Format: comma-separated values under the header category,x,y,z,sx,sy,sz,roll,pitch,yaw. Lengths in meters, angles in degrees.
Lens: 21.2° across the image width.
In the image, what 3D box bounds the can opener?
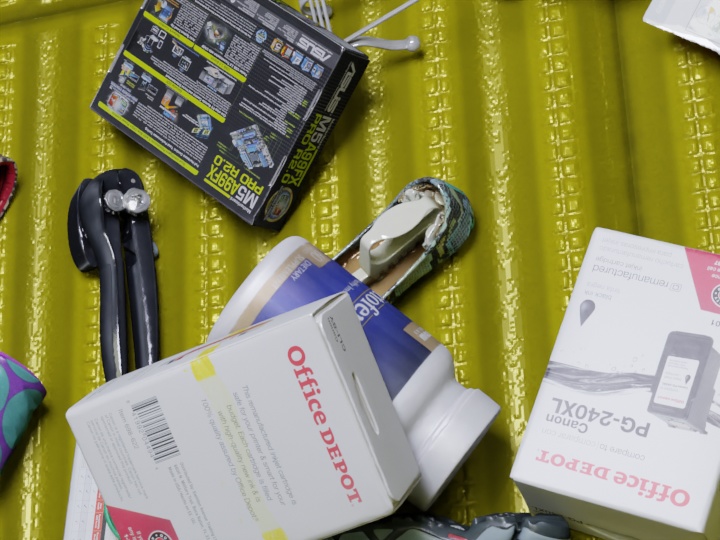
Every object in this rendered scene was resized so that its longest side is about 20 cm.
category,x,y,z,sx,sy,sz,roll,pitch,yaw
can opener,-0.189,0.008,1.547,0.063,0.079,0.201,-2,63,-26

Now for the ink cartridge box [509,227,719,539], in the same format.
category,x,y,z,sx,sy,sz,roll,pitch,yaw
ink cartridge box,0.208,0.088,1.357,0.144,0.083,0.201,13,72,23

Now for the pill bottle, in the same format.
category,x,y,z,sx,sy,sz,roll,pitch,yaw
pill bottle,-0.004,0.077,1.390,0.199,0.116,0.116,37,81,6

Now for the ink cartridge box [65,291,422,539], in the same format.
category,x,y,z,sx,sy,sz,roll,pitch,yaw
ink cartridge box,-0.077,0.119,1.315,0.199,0.083,0.146,-21,95,20

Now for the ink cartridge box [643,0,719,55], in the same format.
category,x,y,z,sx,sy,sz,roll,pitch,yaw
ink cartridge box,0.341,-0.215,1.461,0.199,0.057,0.163,26,85,30

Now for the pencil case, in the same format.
category,x,y,z,sx,sy,sz,roll,pitch,yaw
pencil case,-0.329,0.154,1.503,0.092,0.085,0.201,30,76,-2

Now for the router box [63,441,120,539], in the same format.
category,x,y,z,sx,sy,sz,roll,pitch,yaw
router box,-0.133,0.202,1.438,0.178,0.049,0.202,-2,66,17

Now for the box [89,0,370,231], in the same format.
category,x,y,z,sx,sy,sz,roll,pitch,yaw
box,-0.109,-0.151,1.561,0.199,0.044,0.161,34,103,28

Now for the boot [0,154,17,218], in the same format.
category,x,y,z,sx,sy,sz,roll,pitch,yaw
boot,-0.394,-0.049,1.626,0.150,0.073,0.201,27,72,26

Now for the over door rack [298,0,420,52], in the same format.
category,x,y,z,sx,sy,sz,roll,pitch,yaw
over door rack,0.029,-0.260,1.558,0.200,0.066,0.149,-35,56,35

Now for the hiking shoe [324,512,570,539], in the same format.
category,x,y,z,sx,sy,sz,roll,pitch,yaw
hiking shoe,0.052,0.216,1.358,0.198,0.074,0.088,-4,85,28

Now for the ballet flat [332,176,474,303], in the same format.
category,x,y,z,sx,sy,sz,roll,pitch,yaw
ballet flat,0.000,0.000,1.475,0.200,0.074,0.074,-44,61,-4

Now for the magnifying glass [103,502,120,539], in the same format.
category,x,y,z,sx,sy,sz,roll,pitch,yaw
magnifying glass,-0.094,0.167,1.403,0.198,0.022,0.080,-3,67,19
